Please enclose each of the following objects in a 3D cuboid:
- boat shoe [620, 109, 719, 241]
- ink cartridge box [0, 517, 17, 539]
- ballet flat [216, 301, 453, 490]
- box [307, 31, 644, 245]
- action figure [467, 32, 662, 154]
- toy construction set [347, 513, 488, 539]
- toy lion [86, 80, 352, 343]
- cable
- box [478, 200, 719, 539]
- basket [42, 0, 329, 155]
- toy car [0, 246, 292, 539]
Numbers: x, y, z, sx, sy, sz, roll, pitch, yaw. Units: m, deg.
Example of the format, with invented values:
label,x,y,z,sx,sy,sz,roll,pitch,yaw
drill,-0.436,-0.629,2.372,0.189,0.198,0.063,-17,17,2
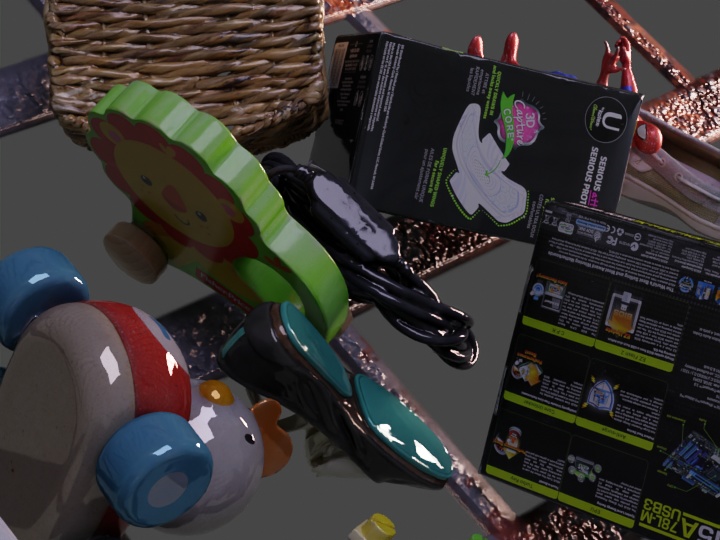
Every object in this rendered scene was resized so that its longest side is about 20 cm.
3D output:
label,x,y,z,sx,sy,sz,roll,pitch,yaw
boat shoe,0.278,-0.074,1.463,0.202,0.065,0.074,27,36,34
ink cartridge box,-0.238,0.234,0.877,0.084,0.200,0.175,45,46,17
ballet flat,-0.021,0.090,1.196,0.200,0.068,0.068,45,22,-34
box,0.078,-0.092,1.345,0.199,0.125,0.149,12,3,-14
action figure,0.172,-0.161,1.471,0.065,0.099,0.200,-13,37,-37
toy construction set,0.067,0.239,1.095,0.131,0.092,0.201,14,47,-49
toy lion,-0.092,-0.032,1.196,0.200,0.192,0.069,36,65,9
cable,0.000,0.000,1.262,0.200,0.163,0.051,42,79,-5
box,0.188,0.070,1.192,0.199,0.194,0.047,17,9,33
basket,-0.122,-0.143,1.344,0.199,0.149,0.143,-4,82,-4
toy car,-0.117,0.098,1.101,0.199,0.177,0.184,-1,37,-42
